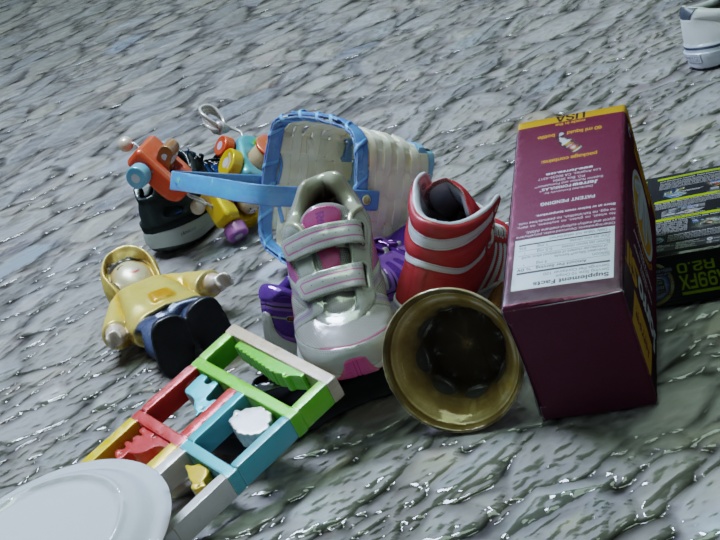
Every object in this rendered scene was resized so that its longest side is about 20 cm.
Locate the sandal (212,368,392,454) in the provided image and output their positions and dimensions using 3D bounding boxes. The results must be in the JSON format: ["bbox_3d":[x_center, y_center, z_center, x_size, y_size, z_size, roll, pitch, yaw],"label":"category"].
[{"bbox_3d":[-0.031,0.082,1.365,0.199,0.043,0.076,-22,22,-12],"label":"sandal"}]

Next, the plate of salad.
[{"bbox_3d":[-0.212,0.201,1.215,0.198,0.048,0.201,-21,29,12],"label":"plate of salad"}]

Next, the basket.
[{"bbox_3d":[-0.045,-0.068,1.574,0.198,0.141,0.176,6,5,-31],"label":"basket"}]

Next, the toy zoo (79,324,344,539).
[{"bbox_3d":[-0.121,0.127,1.295,0.200,0.021,0.131,-42,37,-20],"label":"toy zoo"}]

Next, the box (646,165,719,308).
[{"bbox_3d":[0.261,-0.029,1.408,0.198,0.045,0.160,-10,22,17],"label":"box"}]

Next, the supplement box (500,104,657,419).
[{"bbox_3d":[0.158,-0.008,1.277,0.085,0.111,0.201,-9,41,17],"label":"supplement box"}]

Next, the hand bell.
[{"bbox_3d":[0.095,0.039,1.348,0.103,0.105,0.200,-9,11,21],"label":"hand bell"}]

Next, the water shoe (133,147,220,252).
[{"bbox_3d":[-0.162,-0.092,1.833,0.071,0.080,0.200,-7,24,24],"label":"water shoe"}]

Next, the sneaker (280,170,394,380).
[{"bbox_3d":[-0.023,0.000,1.354,0.081,0.089,0.201,-16,39,-1],"label":"sneaker"}]

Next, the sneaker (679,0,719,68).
[{"bbox_3d":[0.411,-0.270,1.831,0.199,0.071,0.073,-25,23,-18],"label":"sneaker"}]

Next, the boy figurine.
[{"bbox_3d":[-0.171,0.028,1.576,0.124,0.065,0.200,-26,26,-14],"label":"boy figurine"}]

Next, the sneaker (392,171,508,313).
[{"bbox_3d":[0.084,-0.034,1.426,0.071,0.113,0.200,15,26,16],"label":"sneaker"}]

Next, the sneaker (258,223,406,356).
[{"bbox_3d":[0.000,0.000,1.484,0.199,0.084,0.080,-32,26,-35],"label":"sneaker"}]

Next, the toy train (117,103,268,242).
[{"bbox_3d":[-0.141,-0.111,1.776,0.056,0.150,0.200,-46,1,32],"label":"toy train"}]
